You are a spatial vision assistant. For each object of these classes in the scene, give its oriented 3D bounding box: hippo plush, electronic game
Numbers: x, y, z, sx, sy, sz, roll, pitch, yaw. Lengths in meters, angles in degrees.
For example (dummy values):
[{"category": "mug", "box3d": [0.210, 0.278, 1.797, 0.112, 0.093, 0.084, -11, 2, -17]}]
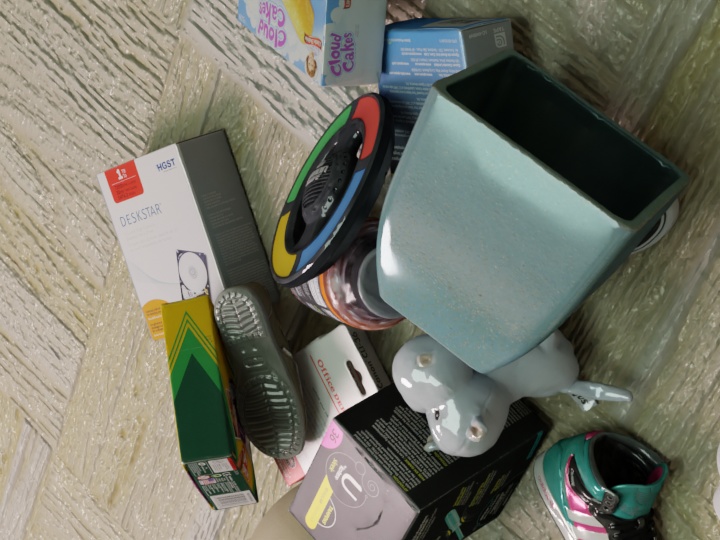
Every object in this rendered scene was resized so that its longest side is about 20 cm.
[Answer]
[{"category": "hippo plush", "box3d": [0.106, 0.100, 1.554, 0.201, 0.161, 0.159, 51, 157, -6]}, {"category": "electronic game", "box3d": [-0.028, -0.076, 1.580, 0.041, 0.201, 0.200, 27, 137, -18]}]

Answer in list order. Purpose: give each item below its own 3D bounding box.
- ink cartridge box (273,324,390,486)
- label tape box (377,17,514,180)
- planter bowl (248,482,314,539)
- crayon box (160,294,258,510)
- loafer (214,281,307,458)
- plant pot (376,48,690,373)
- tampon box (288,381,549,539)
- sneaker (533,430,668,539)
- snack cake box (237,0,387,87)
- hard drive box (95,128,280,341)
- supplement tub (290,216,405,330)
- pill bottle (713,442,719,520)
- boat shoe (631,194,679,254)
[{"category": "ink cartridge box", "box3d": [-0.029, 0.135, 1.789, 0.200, 0.067, 0.117, -36, 79, 46]}, {"category": "label tape box", "box3d": [0.086, -0.130, 1.563, 0.143, 0.066, 0.202, 12, 116, 55]}, {"category": "planter bowl", "box3d": [-0.010, 0.284, 1.761, 0.199, 0.200, 0.136, 32, 98, 31]}, {"category": "crayon box", "box3d": [-0.157, 0.144, 1.785, 0.200, 0.058, 0.175, 78, -177, -69]}, {"category": "loafer", "box3d": [-0.093, 0.100, 1.755, 0.074, 0.070, 0.202, -4, 111, 22]}, {"category": "plant pot", "box3d": [0.123, -0.034, 1.400, 0.196, 0.196, 0.201, 36, 116, 11]}, {"category": "tampon box", "box3d": [0.056, 0.192, 1.629, 0.126, 0.199, 0.151, 45, 135, 21]}, {"category": "sneaker", "box3d": [0.250, 0.230, 1.553, 0.201, 0.083, 0.121, 57, 144, 13]}, {"category": "snack cake box", "box3d": [-0.048, -0.264, 1.610, 0.200, 0.066, 0.116, 43, 134, 52]}, {"category": "hard drive box", "box3d": [-0.193, -0.037, 1.875, 0.155, 0.076, 0.202, -16, 94, 45]}, {"category": "supplement tub", "box3d": [0.000, 0.000, 1.631, 0.200, 0.106, 0.108, -163, 59, -70]}, {"category": "pill bottle", "box3d": [0.365, 0.132, 1.379, 0.112, 0.112, 0.201, 40, 130, 25]}, {"category": "boat shoe", "box3d": [0.192, -0.037, 1.509, 0.199, 0.071, 0.073, -14, 96, 46]}]
